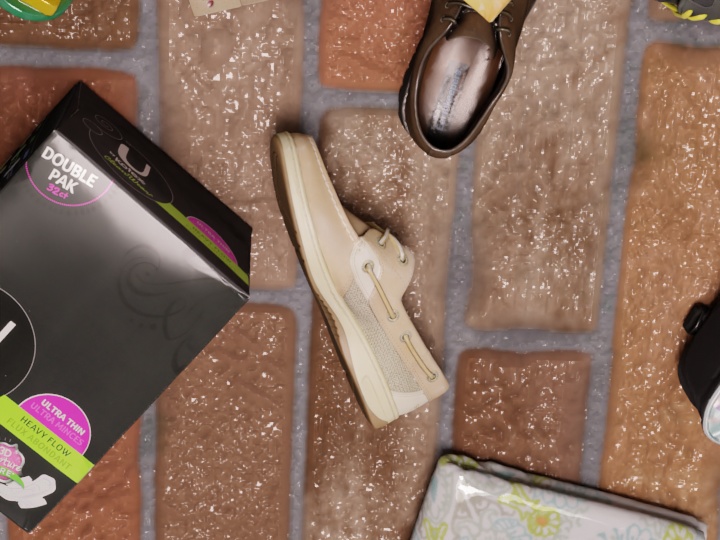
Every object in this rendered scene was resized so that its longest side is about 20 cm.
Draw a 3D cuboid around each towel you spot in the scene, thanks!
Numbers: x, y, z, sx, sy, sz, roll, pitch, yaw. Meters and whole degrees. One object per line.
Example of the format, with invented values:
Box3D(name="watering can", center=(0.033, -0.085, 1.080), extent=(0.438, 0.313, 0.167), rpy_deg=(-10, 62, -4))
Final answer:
Box3D(name="towel", center=(0.122, 0.224, 1.001), extent=(0.198, 0.048, 0.173), rpy_deg=(15, 105, -7))

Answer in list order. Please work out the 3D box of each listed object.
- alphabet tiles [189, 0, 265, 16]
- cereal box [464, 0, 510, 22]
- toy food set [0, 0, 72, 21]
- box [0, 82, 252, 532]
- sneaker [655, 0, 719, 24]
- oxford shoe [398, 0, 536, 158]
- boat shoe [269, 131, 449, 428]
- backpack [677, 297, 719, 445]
Box3D(name="alphabet tiles", center=(-0.030, -0.239, 0.813), extent=(0.198, 0.008, 0.169), rpy_deg=(-7, 113, 22))
Box3D(name="cereal box", center=(0.039, -0.248, 0.757), extent=(0.200, 0.040, 0.144), rpy_deg=(41, 122, -3))
Box3D(name="toy food set", center=(-0.204, -0.233, 0.769), extent=(0.199, 0.199, 0.049), rpy_deg=(30, 142, -23))
Box3D(name="box", center=(-0.180, 0.019, 0.873), extent=(0.148, 0.124, 0.200), rpy_deg=(41, 102, -16))
Box3D(name="sneaker", center=(0.204, -0.170, 0.834), extent=(0.085, 0.075, 0.200), rpy_deg=(-42, 125, 6))
Box3D(name="oxford shoe", center=(0.074, -0.158, 0.846), extent=(0.072, 0.085, 0.202), rpy_deg=(10, 107, -4))
Box3D(name="boat shoe", center=(0.000, 0.000, 0.907), extent=(0.064, 0.072, 0.202), rpy_deg=(-23, 111, -4))
Box3D(name="backpack", center=(0.322, 0.065, 0.906), extent=(0.199, 0.151, 0.179), rpy_deg=(27, 105, -16))
